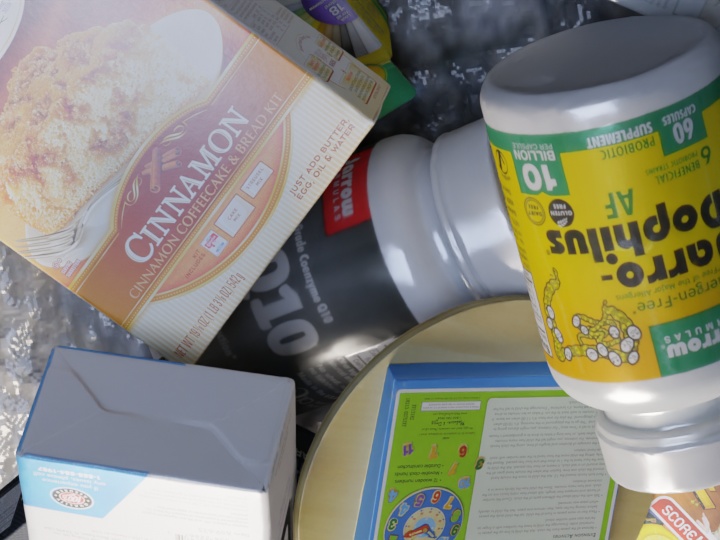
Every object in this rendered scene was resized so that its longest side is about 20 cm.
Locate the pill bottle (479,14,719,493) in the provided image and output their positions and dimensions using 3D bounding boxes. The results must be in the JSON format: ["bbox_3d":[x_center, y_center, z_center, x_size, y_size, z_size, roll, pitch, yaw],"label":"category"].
[{"bbox_3d":[0.130,-0.005,1.185,0.113,0.113,0.200,-8,111,20],"label":"pill bottle"}]

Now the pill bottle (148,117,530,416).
[{"bbox_3d":[0.000,0.000,1.298,0.200,0.114,0.114,-22,100,23],"label":"pill bottle"}]

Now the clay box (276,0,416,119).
[{"bbox_3d":[-0.072,-0.136,1.275,0.115,0.048,0.200,-30,124,18],"label":"clay box"}]

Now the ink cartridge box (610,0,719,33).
[{"bbox_3d":[0.151,-0.201,1.222,0.200,0.047,0.160,23,114,3],"label":"ink cartridge box"}]

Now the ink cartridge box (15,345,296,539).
[{"bbox_3d":[-0.091,0.127,1.231,0.116,0.067,0.200,8,141,5],"label":"ink cartridge box"}]

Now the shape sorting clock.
[{"bbox_3d":[0.058,0.105,1.261,0.200,0.039,0.200,-10,111,-26],"label":"shape sorting clock"}]

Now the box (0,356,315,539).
[{"bbox_3d":[-0.086,0.133,1.338,0.158,0.051,0.200,29,143,-20],"label":"box"}]

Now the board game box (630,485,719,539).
[{"bbox_3d":[0.167,0.083,1.314,0.200,0.034,0.135,47,115,-2],"label":"board game box"}]

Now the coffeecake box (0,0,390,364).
[{"bbox_3d":[-0.113,-0.077,1.204,0.200,0.073,0.154,36,108,-5],"label":"coffeecake box"}]
